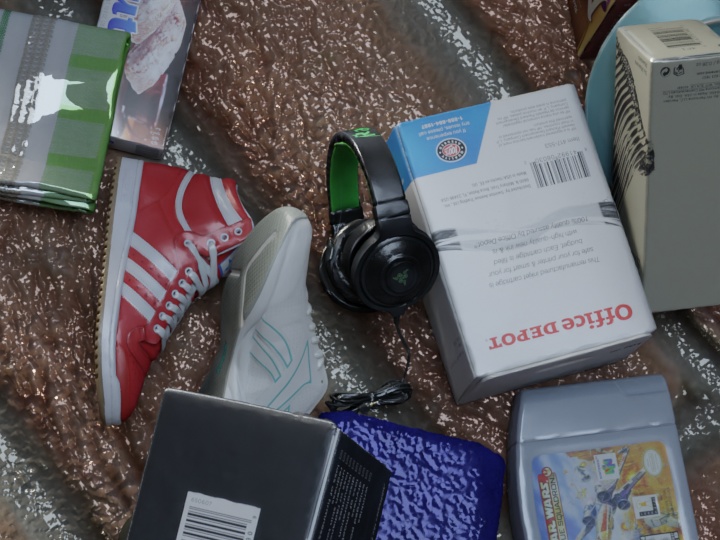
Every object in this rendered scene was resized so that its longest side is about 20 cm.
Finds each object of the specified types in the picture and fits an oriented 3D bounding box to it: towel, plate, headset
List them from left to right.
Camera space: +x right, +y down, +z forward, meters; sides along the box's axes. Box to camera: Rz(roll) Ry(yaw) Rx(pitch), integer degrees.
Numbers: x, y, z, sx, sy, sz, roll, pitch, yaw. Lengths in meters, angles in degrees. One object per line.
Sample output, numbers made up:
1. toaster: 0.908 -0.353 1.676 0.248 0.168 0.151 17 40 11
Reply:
1. towel: -0.277 -0.127 1.701 0.198 0.031 0.150 9 71 0
2. headset: 0.000 0.000 1.684 0.093 0.123 0.202 -13 92 -16
3. towel: 0.018 0.210 1.652 0.147 0.050 0.201 15 72 -10
4. plate: 0.266 -0.128 1.761 0.199 0.026 0.202 -5 112 -13

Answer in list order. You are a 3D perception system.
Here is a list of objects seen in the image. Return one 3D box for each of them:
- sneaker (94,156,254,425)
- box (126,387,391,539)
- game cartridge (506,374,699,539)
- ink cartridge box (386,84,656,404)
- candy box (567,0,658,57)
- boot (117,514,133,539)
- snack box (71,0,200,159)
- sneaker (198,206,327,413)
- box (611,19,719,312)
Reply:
1. sneaker: -0.131 0.017 1.676 0.112 0.071 0.202 6 69 -6
2. box: -0.072 0.197 1.510 0.123 0.197 0.202 11 80 14
3. game cartridge: 0.176 0.179 1.703 0.132 0.042 0.202 -5 73 -17
4. ink cartridge box: 0.113 -0.020 1.727 0.145 0.086 0.201 -13 77 -14
5. candy box: 0.190 -0.279 1.811 0.056 0.117 0.202 -4 74 -12
6. boot: -0.206 0.253 1.581 0.137 0.078 0.202 10 73 -1
7. snack box: -0.161 -0.186 1.760 0.071 0.024 0.201 13 71 -5
8. sneaker: -0.060 0.051 1.652 0.080 0.070 0.202 9 108 -20
9. box: 0.227 -0.076 1.713 0.068 0.082 0.201 -6 114 -12
